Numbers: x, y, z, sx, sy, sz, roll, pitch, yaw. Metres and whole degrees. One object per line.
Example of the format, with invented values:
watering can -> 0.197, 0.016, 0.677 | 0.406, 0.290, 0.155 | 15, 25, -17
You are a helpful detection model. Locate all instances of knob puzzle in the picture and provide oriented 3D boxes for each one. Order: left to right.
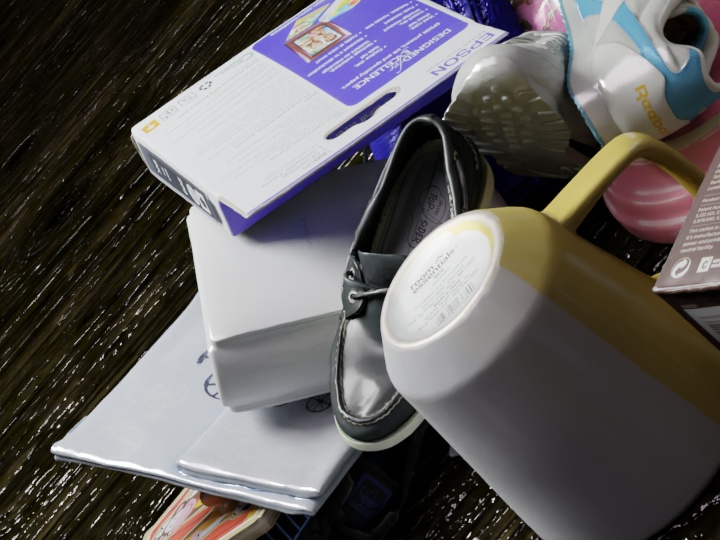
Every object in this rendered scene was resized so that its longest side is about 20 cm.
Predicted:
knob puzzle -> -0.089, 0.132, 1.161 | 0.220, 0.030, 0.220 | -45, 11, 12

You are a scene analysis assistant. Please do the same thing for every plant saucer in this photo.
plant saucer -> 0.214, -0.109, 1.078 | 0.200, 0.051, 0.201 | -39, 26, 23

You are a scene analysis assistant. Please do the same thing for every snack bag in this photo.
snack bag -> -0.065, 0.068, 1.124 | 0.200, 0.021, 0.189 | 8, 40, 31

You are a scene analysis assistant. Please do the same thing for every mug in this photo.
mug -> 0.098, 0.030, 0.942 | 0.149, 0.153, 0.187 | -18, 43, 48

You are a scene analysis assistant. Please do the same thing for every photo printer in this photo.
photo printer -> 0.000, 0.000, 1.116 | 0.200, 0.069, 0.166 | -13, 35, -2

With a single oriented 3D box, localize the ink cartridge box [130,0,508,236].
ink cartridge box -> -0.025, -0.102, 1.141 | 0.198, 0.043, 0.200 | -36, 31, -11

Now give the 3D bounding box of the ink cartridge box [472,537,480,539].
ink cartridge box -> 0.051, 0.214, 0.876 | 0.116, 0.067, 0.200 | -46, 25, 11

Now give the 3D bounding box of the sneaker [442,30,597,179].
sneaker -> 0.100, -0.109, 1.082 | 0.076, 0.200, 0.081 | 9, 84, 17

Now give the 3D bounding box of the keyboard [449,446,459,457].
keyboard -> 0.126, 0.055, 1.042 | 0.200, 0.011, 0.056 | -28, 33, 40

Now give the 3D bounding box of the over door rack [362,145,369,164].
over door rack -> -0.029, -0.011, 1.267 | 0.148, 0.067, 0.200 | -21, 70, 47

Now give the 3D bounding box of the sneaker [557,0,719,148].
sneaker -> 0.166, -0.142, 1.072 | 0.081, 0.077, 0.200 | -26, 36, 20

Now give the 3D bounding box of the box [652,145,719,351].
box -> 0.234, -0.045, 0.897 | 0.075, 0.100, 0.200 | -10, 47, 54

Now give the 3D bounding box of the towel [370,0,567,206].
towel -> 0.051, -0.122, 1.241 | 0.148, 0.050, 0.200 | -31, 69, 34

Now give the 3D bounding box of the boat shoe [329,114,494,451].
boat shoe -> 0.022, 0.000, 1.002 | 0.074, 0.066, 0.199 | 9, 61, 29

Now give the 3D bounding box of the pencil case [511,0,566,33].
pencil case -> 0.097, -0.144, 1.288 | 0.200, 0.083, 0.087 | -30, 71, 36

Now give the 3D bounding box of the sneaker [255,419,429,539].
sneaker -> -0.024, 0.156, 1.080 | 0.078, 0.070, 0.200 | -26, 32, 55
